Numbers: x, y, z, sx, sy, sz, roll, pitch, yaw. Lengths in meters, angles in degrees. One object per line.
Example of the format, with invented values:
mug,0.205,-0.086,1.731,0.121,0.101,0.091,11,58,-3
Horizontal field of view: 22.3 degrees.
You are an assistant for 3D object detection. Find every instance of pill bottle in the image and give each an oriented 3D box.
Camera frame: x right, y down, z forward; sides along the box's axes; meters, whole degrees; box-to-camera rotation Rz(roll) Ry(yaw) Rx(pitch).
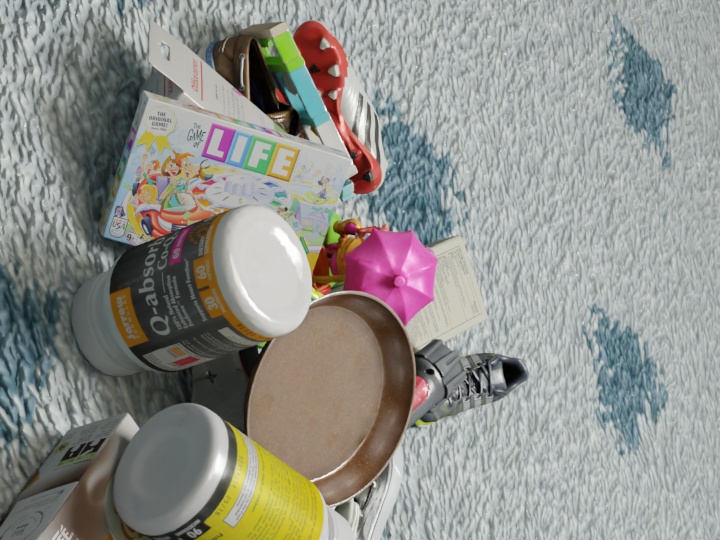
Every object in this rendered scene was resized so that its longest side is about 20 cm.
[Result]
pill bottle,-0.099,0.202,1.513,0.200,0.114,0.115,40,46,-39
pill bottle,-0.149,0.024,1.583,0.116,0.200,0.117,28,52,-44

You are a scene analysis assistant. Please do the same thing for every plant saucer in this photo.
plant saucer,-0.033,0.114,1.640,0.200,0.034,0.201,-12,108,-40

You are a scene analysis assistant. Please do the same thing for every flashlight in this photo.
flashlight,0.029,0.135,1.835,0.068,0.068,0.200,43,48,10

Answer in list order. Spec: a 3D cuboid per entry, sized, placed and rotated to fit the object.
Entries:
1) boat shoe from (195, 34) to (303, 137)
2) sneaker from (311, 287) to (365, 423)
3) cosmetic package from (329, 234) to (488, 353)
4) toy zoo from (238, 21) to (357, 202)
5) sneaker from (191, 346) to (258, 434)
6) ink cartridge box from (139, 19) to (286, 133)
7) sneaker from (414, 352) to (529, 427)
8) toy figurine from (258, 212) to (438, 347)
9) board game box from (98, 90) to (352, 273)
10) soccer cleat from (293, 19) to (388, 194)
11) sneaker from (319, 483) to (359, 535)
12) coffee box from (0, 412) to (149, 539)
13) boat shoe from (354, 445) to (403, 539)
boat shoe,-0.100,-0.140,1.841,0.072,0.072,0.201,-38,108,-55
sneaker,-0.048,0.087,1.690,0.200,0.074,0.084,56,44,-22
cosmetic package,0.050,0.037,1.979,0.200,0.073,0.104,-22,94,-57
toy zoo,-0.058,-0.160,1.879,0.020,0.131,0.200,-29,104,-12
sneaker,-0.131,0.074,1.729,0.082,0.077,0.201,61,25,-69
ink cartridge box,-0.146,-0.135,1.728,0.200,0.067,0.117,40,18,-23
sneaker,0.115,0.122,2.027,0.200,0.081,0.074,-17,89,-56
toy figurine,0.000,0.000,1.791,0.200,0.184,0.151,-26,114,-51
board game box,-0.123,-0.070,1.668,0.199,0.034,0.135,15,103,-19
soccer cleat,-0.021,-0.179,1.987,0.201,0.068,0.085,67,25,-14
sneaker,-0.049,0.203,1.728,0.074,0.115,0.201,25,55,-46
coffee box,-0.230,0.226,1.487,0.115,0.080,0.200,58,36,-20
boat shoe,-0.008,0.231,1.818,0.057,0.068,0.201,44,45,-35
